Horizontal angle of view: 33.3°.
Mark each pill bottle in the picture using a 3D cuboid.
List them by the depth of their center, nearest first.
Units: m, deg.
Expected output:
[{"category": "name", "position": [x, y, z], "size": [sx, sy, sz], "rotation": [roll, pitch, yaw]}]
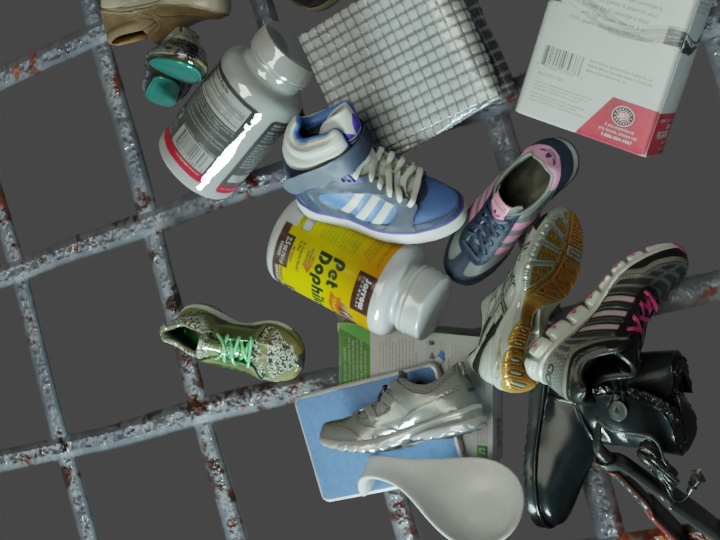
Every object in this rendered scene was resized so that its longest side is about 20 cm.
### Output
[{"category": "pill bottle", "position": [0.000, 0.000, 1.346], "size": [0.198, 0.109, 0.111], "rotation": [26, 109, 23]}, {"category": "pill bottle", "position": [-0.136, -0.187, 1.394], "size": [0.200, 0.110, 0.111], "rotation": [-46, 76, 26]}]

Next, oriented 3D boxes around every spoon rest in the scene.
[{"category": "spoon rest", "position": [0.082, 0.239, 1.302], "size": [0.198, 0.061, 0.100], "rotation": [9, 61, 30]}]

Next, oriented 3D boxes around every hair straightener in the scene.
[{"category": "hair straightener", "position": [0.303, 0.206, 1.200], "size": [0.077, 0.041, 0.200], "rotation": [-35, 111, 25]}]

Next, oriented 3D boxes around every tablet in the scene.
[{"category": "tablet", "position": [0.021, 0.187, 1.378], "size": [0.198, 0.014, 0.132], "rotation": [-17, 90, 31]}]

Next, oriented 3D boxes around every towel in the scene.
[{"category": "towel", "position": [0.052, -0.222, 1.302], "size": [0.198, 0.085, 0.167], "rotation": [-24, 93, 34]}]

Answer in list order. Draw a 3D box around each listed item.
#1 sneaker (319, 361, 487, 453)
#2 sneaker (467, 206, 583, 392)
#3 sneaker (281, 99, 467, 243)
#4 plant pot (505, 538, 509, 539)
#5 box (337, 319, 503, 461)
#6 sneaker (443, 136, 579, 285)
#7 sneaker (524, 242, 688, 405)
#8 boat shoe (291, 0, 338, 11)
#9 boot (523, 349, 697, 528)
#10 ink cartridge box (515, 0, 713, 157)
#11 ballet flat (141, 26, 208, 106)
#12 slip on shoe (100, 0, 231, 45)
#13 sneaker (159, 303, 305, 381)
[{"category": "sneaker", "position": [0.043, 0.153, 1.323], "size": [0.198, 0.075, 0.083], "rotation": [-15, 77, 24]}, {"category": "sneaker", "position": [0.166, 0.024, 1.267], "size": [0.087, 0.075, 0.202], "rotation": [11, 76, 57]}, {"category": "sneaker", "position": [0.012, -0.109, 1.265], "size": [0.197, 0.081, 0.147], "rotation": [9, 143, 14]}, {"category": "plant pot", "position": [0.153, 0.382, 1.328], "size": [0.198, 0.092, 0.204], "rotation": [4, 99, 27]}, {"category": "box", "position": [0.067, 0.135, 1.373], "size": [0.197, 0.036, 0.147], "rotation": [4, 99, 27]}, {"category": "sneaker", "position": [0.145, -0.061, 1.274], "size": [0.070, 0.082, 0.201], "rotation": [44, 115, 15]}, {"category": "sneaker", "position": [0.261, 0.059, 1.198], "size": [0.199, 0.074, 0.088], "rotation": [-41, 51, -1]}, {"category": "boat shoe", "position": [-0.013, -0.363, 1.322], "size": [0.075, 0.073, 0.200], "rotation": [50, 116, 13]}, {"category": "boot", "position": [0.258, 0.178, 1.249], "size": [0.166, 0.076, 0.203], "rotation": [3, 93, 32]}, {"category": "ink cartridge box", "position": [0.256, -0.232, 1.188], "size": [0.144, 0.083, 0.203], "rotation": [24, 107, 24]}, {"category": "ballet flat", "position": [-0.216, -0.247, 1.409], "size": [0.200, 0.071, 0.073], "rotation": [166, 89, -70]}, {"category": "slip on shoe", "position": [-0.236, -0.302, 1.451], "size": [0.198, 0.076, 0.062], "rotation": [7, 95, 31]}, {"category": "sneaker", "position": [-0.160, 0.095, 1.459], "size": [0.198, 0.088, 0.078], "rotation": [11, 102, 27]}]
